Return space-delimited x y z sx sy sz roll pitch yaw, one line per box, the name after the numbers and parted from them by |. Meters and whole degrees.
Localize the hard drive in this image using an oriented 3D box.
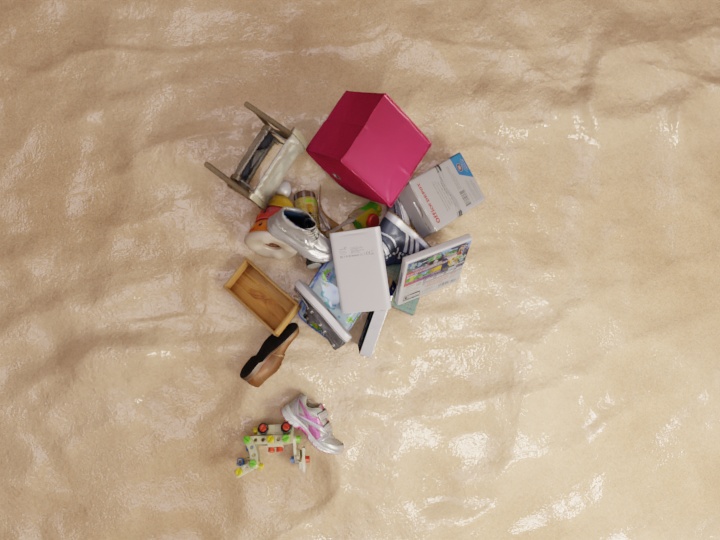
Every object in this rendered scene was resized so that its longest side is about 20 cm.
0.000 0.000 1.410 0.129 0.025 0.205 -6 97 19 | hard drive

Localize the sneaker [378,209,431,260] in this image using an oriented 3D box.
0.109 -0.054 1.455 0.199 0.070 0.109 38 91 -27 | sneaker

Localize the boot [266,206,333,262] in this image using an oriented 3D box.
-0.128 -0.087 1.386 0.197 0.095 0.075 25 62 -26 | boot

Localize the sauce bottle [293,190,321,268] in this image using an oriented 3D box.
-0.134 -0.107 1.488 0.063 0.065 0.205 -9 75 -5 | sauce bottle

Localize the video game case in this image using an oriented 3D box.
0.186 -0.001 1.472 0.196 0.184 0.023 -20 56 -18 | video game case

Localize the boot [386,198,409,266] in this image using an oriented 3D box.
0.081 -0.115 1.514 0.088 0.073 0.205 -10 82 -21 | boot

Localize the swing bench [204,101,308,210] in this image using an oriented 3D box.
-0.250 -0.278 1.433 0.198 0.130 0.201 33 86 28 | swing bench

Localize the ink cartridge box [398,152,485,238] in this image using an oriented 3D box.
0.214 -0.199 1.504 0.198 0.086 0.148 -31 92 -26 | ink cartridge box

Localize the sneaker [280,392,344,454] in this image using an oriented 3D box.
-0.113 0.401 1.492 0.199 0.081 0.089 41 87 -4 | sneaker

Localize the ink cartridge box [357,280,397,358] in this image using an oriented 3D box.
0.042 0.120 1.491 0.038 0.099 0.204 20 95 -5 | ink cartridge box

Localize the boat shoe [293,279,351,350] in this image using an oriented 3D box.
-0.109 0.116 1.431 0.066 0.070 0.200 -42 93 3 | boat shoe

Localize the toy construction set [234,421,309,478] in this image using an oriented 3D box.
-0.226 0.468 1.474 0.195 0.092 0.134 4 64 -13 | toy construction set

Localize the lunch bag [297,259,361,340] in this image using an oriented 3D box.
-0.065 0.071 1.494 0.159 0.082 0.202 34 93 2 | lunch bag

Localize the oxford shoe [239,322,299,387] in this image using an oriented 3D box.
-0.227 0.223 1.504 0.200 0.071 0.071 -46 121 -5 | oxford shoe

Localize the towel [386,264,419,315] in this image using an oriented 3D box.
0.079 0.019 1.551 0.196 0.022 0.149 21 86 -3 | towel

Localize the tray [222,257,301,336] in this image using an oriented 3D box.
-0.256 0.068 1.478 0.199 0.037 0.099 39 86 19 | tray

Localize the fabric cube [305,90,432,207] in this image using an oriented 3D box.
0.019 -0.308 1.429 0.195 0.199 0.202 38 85 -36 | fabric cube

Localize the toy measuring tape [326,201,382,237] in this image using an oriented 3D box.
-0.010 -0.116 1.502 0.199 0.073 0.074 -37 93 -33 | toy measuring tape

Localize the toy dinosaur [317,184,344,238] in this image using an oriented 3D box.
-0.080 -0.117 1.530 0.200 0.060 0.106 46 61 -6 | toy dinosaur

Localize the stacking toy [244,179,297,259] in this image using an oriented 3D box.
-0.220 -0.145 1.492 0.143 0.147 0.204 8 69 -5 | stacking toy
